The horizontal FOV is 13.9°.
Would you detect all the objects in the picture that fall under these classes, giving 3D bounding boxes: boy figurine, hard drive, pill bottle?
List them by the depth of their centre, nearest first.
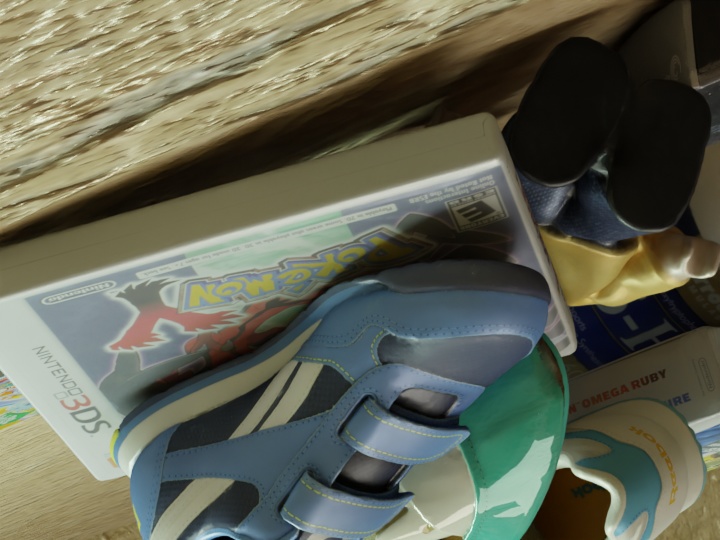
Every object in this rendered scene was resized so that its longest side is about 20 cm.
[{"bbox_3d":[0.079,-0.026,1.131,0.200,0.124,0.065,124,-10,-78],"label":"boy figurine"},{"bbox_3d":[0.161,-0.087,1.158,0.134,0.043,0.200,-22,174,-6],"label":"hard drive"},{"bbox_3d":[0.165,-0.021,1.424,0.199,0.120,0.119,-26,173,34],"label":"pill bottle"}]

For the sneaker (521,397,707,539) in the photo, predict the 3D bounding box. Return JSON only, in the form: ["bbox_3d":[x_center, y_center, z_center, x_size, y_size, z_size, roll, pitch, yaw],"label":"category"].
[{"bbox_3d":[0.055,0.119,1.301,0.200,0.077,0.081,-34,175,32],"label":"sneaker"}]

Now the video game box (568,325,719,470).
[{"bbox_3d":[0.129,0.079,1.423,0.181,0.047,0.200,-20,168,26],"label":"video game box"}]

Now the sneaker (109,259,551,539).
[{"bbox_3d":[-0.005,0.060,1.055,0.074,0.083,0.200,16,142,-42],"label":"sneaker"}]

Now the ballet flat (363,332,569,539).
[{"bbox_3d":[0.021,0.094,1.125,0.070,0.068,0.200,-23,155,-30],"label":"ballet flat"}]

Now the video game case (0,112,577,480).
[{"bbox_3d":[-0.030,0.015,1.071,0.199,0.023,0.182,-16,155,6],"label":"video game case"}]

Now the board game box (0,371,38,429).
[{"bbox_3d":[-0.136,0.033,1.198,0.134,0.034,0.200,-23,175,2],"label":"board game box"}]
